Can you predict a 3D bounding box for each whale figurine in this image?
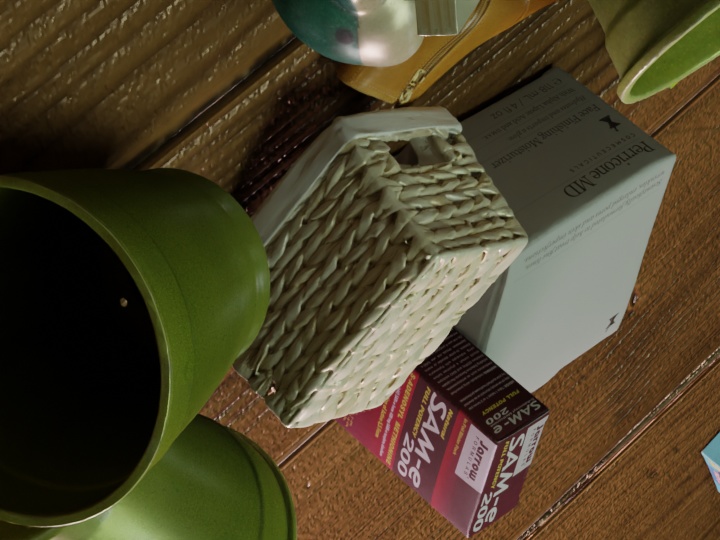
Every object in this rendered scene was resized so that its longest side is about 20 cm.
[{"bbox_3d":[-0.008,-0.215,1.525,0.201,0.103,0.160,85,13,-46],"label":"whale figurine"}]

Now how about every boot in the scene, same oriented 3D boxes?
[{"bbox_3d":[0.070,-0.174,1.763,0.201,0.071,0.144,0,131,-55],"label":"boot"}]

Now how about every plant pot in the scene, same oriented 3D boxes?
[{"bbox_3d":[0.201,-0.242,1.702,0.200,0.185,0.200,-35,172,-6],"label":"plant pot"},{"bbox_3d":[-0.171,0.153,1.674,0.200,0.200,0.193,-48,144,-4],"label":"plant pot"},{"bbox_3d":[-0.152,0.024,1.512,0.193,0.200,0.201,-28,149,-60],"label":"plant pot"}]

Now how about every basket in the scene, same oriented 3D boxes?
[{"bbox_3d":[0.000,0.000,1.755,0.135,0.124,0.200,-11,149,-53],"label":"basket"}]

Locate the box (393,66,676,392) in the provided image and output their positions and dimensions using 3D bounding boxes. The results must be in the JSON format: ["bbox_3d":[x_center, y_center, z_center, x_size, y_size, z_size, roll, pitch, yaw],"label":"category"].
[{"bbox_3d":[0.112,-0.015,1.959,0.199,0.131,0.200,-31,149,-37],"label":"box"}]

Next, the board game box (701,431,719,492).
[{"bbox_3d":[0.476,0.167,2.913,0.200,0.047,0.151,-48,155,-6],"label":"board game box"}]

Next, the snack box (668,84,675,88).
[{"bbox_3d":[0.274,-0.263,1.968,0.200,0.068,0.169,-46,154,-14],"label":"snack box"}]

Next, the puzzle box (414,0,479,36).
[{"bbox_3d":[0.047,-0.247,1.477,0.133,0.025,0.201,-57,144,-68],"label":"puzzle box"}]

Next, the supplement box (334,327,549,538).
[{"bbox_3d":[0.039,0.089,1.896,0.061,0.200,0.109,-29,148,-37],"label":"supplement box"}]
